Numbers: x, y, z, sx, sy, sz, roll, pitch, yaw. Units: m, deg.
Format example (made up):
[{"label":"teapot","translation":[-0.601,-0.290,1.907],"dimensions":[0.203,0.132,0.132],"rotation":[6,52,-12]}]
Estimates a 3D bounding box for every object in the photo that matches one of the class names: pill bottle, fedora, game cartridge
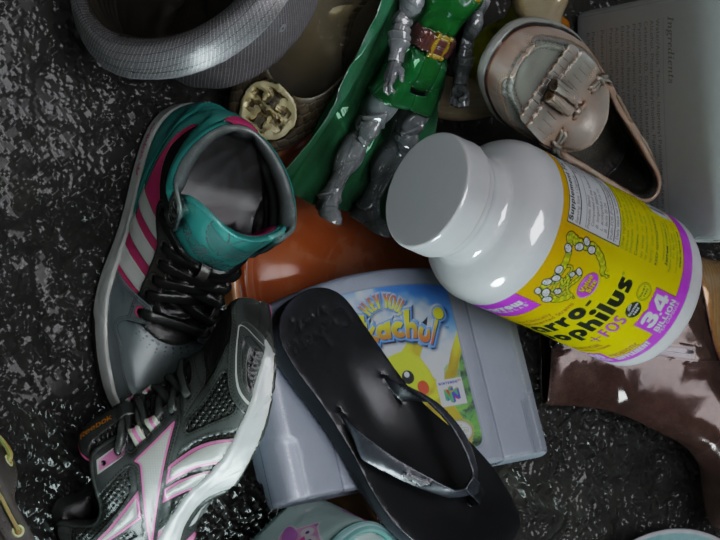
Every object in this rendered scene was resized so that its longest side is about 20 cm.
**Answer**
[{"label":"pill bottle","translation":[0.112,-0.016,1.269],"dimensions":[0.200,0.104,0.105],"rotation":[23,78,-36]},{"label":"fedora","translation":[-0.080,-0.188,1.221],"dimensions":[0.090,0.176,0.201],"rotation":[43,63,-54]},{"label":"game cartridge","translation":[0.018,0.067,1.274],"dimensions":[0.199,0.040,0.134],"rotation":[-8,76,-31]}]

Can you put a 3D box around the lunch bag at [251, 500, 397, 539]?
[{"label":"lunch bag","translation":[-0.016,0.244,1.256],"dimensions":[0.160,0.077,0.200],"rotation":[-42,125,-18]}]

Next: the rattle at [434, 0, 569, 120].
[{"label":"rattle","translation":[0.037,-0.182,1.338],"dimensions":[0.199,0.143,0.131],"rotation":[14,123,7]}]

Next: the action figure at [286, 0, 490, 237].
[{"label":"action figure","translation":[0.031,-0.120,1.248],"dimensions":[0.118,0.055,0.201],"rotation":[11,109,-43]}]

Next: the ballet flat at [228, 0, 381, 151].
[{"label":"ballet flat","translation":[-0.014,-0.157,1.250],"dimensions":[0.067,0.046,0.200],"rotation":[39,96,-3]}]

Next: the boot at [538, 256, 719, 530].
[{"label":"boot","translation":[0.201,0.089,1.429],"dimensions":[0.166,0.072,0.201],"rotation":[-2,92,-18]}]

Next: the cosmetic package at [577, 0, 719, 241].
[{"label":"cosmetic package","translation":[0.269,-0.101,1.381],"dimensions":[0.167,0.200,0.167],"rotation":[-1,90,-30]}]

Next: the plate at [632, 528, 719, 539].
[{"label":"plate","translation":[0.214,0.281,1.444],"dimensions":[0.199,0.026,0.201],"rotation":[1,88,-30]}]

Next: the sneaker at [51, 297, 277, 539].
[{"label":"sneaker","translation":[-0.116,0.100,1.186],"dimensions":[0.086,0.080,0.200],"rotation":[22,110,-18]}]

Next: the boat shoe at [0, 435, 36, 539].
[{"label":"boat shoe","translation":[-0.222,0.126,1.166],"dimensions":[0.060,0.072,0.202],"rotation":[-29,111,-27]}]

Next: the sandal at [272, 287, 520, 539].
[{"label":"sandal","translation":[0.021,0.097,1.220],"dimensions":[0.200,0.043,0.076],"rotation":[48,59,-8]}]

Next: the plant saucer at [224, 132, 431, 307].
[{"label":"plant saucer","translation":[0.000,0.000,1.319],"dimensions":[0.200,0.032,0.201],"rotation":[1,88,-31]}]

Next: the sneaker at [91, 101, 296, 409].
[{"label":"sneaker","translation":[-0.094,-0.005,1.209],"dimensions":[0.083,0.121,0.201],"rotation":[12,84,-26]}]

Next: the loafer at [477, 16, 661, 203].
[{"label":"loafer","translation":[0.139,-0.096,1.279],"dimensions":[0.072,0.063,0.200],"rotation":[-52,149,2]}]

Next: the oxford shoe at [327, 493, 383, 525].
[{"label":"oxford shoe","translation":[0.054,0.191,1.325],"dimensions":[0.200,0.071,0.071],"rotation":[41,69,-24]}]
